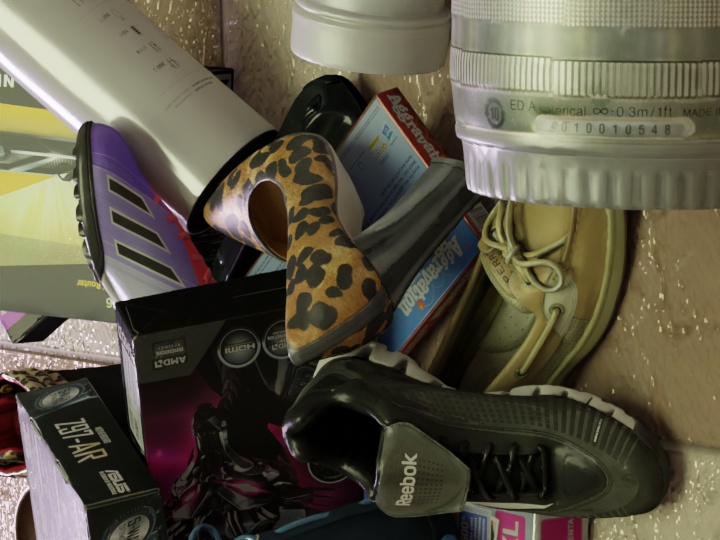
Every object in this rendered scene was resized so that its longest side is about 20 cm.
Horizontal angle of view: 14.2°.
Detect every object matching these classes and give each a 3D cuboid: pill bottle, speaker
[{"bbox_3d":[0.015,-0.205,1.473,0.112,0.112,0.201,30,119,55],"label":"pill bottle"},{"bbox_3d":[-0.143,-0.112,1.682,0.200,0.081,0.081,40,134,12],"label":"speaker"}]

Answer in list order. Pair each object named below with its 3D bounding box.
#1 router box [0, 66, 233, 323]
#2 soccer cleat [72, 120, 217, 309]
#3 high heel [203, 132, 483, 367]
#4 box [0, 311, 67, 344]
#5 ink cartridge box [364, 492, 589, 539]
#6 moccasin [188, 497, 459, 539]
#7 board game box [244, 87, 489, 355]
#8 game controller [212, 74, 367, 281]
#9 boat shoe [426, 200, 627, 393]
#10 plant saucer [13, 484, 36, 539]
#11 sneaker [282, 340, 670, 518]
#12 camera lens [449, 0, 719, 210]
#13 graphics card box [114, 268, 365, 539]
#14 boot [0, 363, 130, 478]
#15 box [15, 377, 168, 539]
[{"bbox_3d":[-0.174,-0.051,1.788,0.199,0.052,0.158,5,98,30],"label":"router box"},{"bbox_3d":[-0.110,0.006,1.643,0.068,0.073,0.201,-68,-37,-77],"label":"soccer cleat"},{"bbox_3d":[-0.045,-0.004,1.497,0.200,0.143,0.072,-1,128,47],"label":"high heel"},{"bbox_3d":[-0.214,-0.075,1.867,0.143,0.036,0.200,-39,73,28],"label":"box"},{"bbox_3d":[0.051,0.166,1.525,0.200,0.042,0.120,8,100,61],"label":"ink cartridge box"},{"bbox_3d":[-0.041,0.166,1.503,0.068,0.199,0.081,-96,-12,-48],"label":"moccasin"},{"bbox_3d":[0.000,0.000,1.579,0.103,0.019,0.200,56,139,16],"label":"board game box"},{"bbox_3d":[-0.031,-0.016,1.656,0.104,0.042,0.200,53,139,23],"label":"game controller"},{"bbox_3d":[0.074,0.022,1.443,0.073,0.063,0.201,60,141,38],"label":"boat shoe"},{"bbox_3d":[-0.130,0.203,1.741,0.200,0.037,0.201,32,140,32],"label":"plant saucer"},{"bbox_3d":[0.049,0.091,1.401,0.199,0.090,0.067,15,118,25],"label":"sneaker"},{"bbox_3d":[0.119,-0.133,1.252,0.160,0.160,0.201,13,104,59],"label":"camera lens"},{"bbox_3d":[-0.061,0.102,1.580,0.051,0.125,0.201,-125,28,-61],"label":"graphics card box"},{"bbox_3d":[-0.161,0.087,1.769,0.200,0.150,0.073,7,99,60],"label":"boot"},{"bbox_3d":[-0.140,0.182,1.603,0.160,0.043,0.201,-136,37,-62],"label":"box"}]
